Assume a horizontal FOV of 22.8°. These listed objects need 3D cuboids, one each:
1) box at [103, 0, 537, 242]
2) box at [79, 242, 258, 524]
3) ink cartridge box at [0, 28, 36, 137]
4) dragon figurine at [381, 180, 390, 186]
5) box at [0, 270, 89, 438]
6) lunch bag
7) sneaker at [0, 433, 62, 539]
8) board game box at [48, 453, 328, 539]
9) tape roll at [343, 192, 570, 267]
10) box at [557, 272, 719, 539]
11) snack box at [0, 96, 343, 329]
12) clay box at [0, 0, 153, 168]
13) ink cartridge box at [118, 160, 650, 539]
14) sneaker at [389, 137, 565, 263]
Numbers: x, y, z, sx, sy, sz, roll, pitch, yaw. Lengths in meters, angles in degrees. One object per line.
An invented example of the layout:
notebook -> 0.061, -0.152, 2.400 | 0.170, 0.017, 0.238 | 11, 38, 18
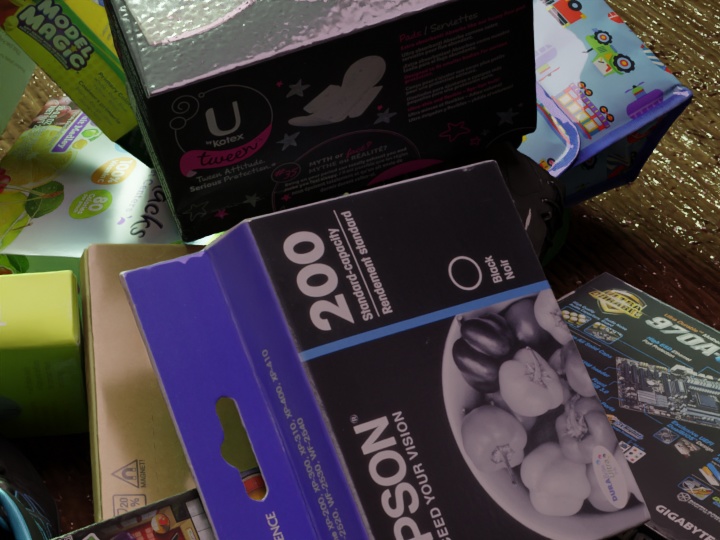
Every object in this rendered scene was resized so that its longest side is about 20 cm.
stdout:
box -> -0.024, -0.124, 0.927 | 0.200, 0.115, 0.132 | -18, 51, -9
box -> -0.052, 0.078, 0.886 | 0.163, 0.021, 0.200 | 1, 59, -16
ink cartridge box -> -0.290, -0.106, 1.084 | 0.146, 0.200, 0.084 | 20, -8, 37
dragon figurine -> 0.000, 0.000, 1.007 | 0.099, 0.059, 0.200 | 23, 51, -41
box -> -0.244, 0.049, 0.924 | 0.200, 0.122, 0.048 | -3, 64, -7
lunch bag -> 0.074, -0.100, 1.090 | 0.200, 0.094, 0.151 | -28, 70, -34
sneaker -> -0.176, 0.122, 0.855 | 0.073, 0.082, 0.200 | -12, 35, -18
board game box -> -0.037, 0.141, 0.821 | 0.200, 0.023, 0.105 | -18, 78, -26
tape roll -> 0.039, -0.057, 1.169 | 0.200, 0.048, 0.200 | 1, 34, -1
box -> 0.154, 0.087, 0.956 | 0.159, 0.046, 0.200 | -28, 43, -36
snack box -> -0.126, -0.034, 1.064 | 0.200, 0.068, 0.169 | 3, 39, 20
clay box -> -0.165, -0.162, 1.029 | 0.048, 0.200, 0.115 | -33, 26, 26
ink cartridge box -> 0.013, 0.059, 0.838 | 0.200, 0.043, 0.198 | -16, 76, -26
sneaker -> 0.072, -0.016, 0.959 | 0.091, 0.076, 0.200 | -5, 62, -11
